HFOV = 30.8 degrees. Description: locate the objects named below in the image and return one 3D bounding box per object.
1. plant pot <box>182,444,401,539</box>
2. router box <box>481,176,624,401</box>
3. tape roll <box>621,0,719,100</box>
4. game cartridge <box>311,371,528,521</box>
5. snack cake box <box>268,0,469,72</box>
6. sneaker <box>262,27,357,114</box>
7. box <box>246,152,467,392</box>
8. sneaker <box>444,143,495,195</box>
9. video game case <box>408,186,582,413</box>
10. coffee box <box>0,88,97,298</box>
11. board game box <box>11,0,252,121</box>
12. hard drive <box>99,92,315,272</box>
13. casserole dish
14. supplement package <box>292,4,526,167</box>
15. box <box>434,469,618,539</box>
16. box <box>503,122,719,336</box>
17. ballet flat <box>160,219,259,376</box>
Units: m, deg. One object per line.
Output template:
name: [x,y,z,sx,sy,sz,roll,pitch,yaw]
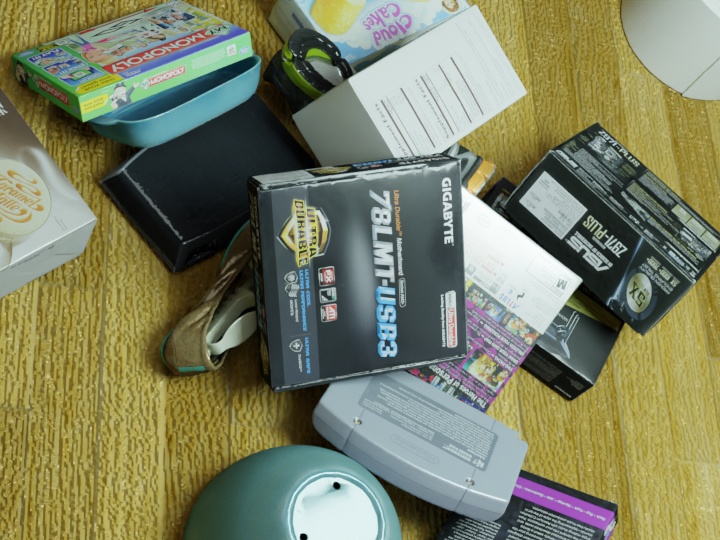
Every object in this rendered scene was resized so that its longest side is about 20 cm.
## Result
plant pot: [-0.044,0.237,1.149,0.200,0.135,0.200,10,62,-18]
router box: [0.189,0.018,1.405,0.200,0.052,0.157,36,56,-3]
tape roll: [0.449,-0.334,1.639,0.202,0.139,0.203,10,61,-19]
game cartridge: [0.057,0.158,1.242,0.200,0.041,0.133,28,27,5]
snack cake box: [0.011,-0.290,1.472,0.200,0.067,0.115,-31,79,-32]
sneaker: [-0.022,-0.171,1.399,0.200,0.081,0.074,47,57,-19]
box: [0.000,0.000,1.219,0.198,0.050,0.200,-7,108,-16]
sneaker: [0.066,-0.071,1.388,0.077,0.078,0.200,40,47,2]
video game case: [0.092,0.022,1.305,0.200,0.036,0.181,36,89,-13]
coffee box: [-0.352,-0.084,1.208,0.114,0.080,0.200,-32,81,-32]
board game box: [-0.228,-0.215,1.312,0.200,0.029,0.134,-28,40,-31]
hard drive: [-0.148,-0.099,1.324,0.200,0.042,0.135,-36,83,-32]
casserole dish: [-0.186,-0.174,1.314,0.121,0.039,0.200,19,42,41]
supplement package: [0.051,-0.169,1.328,0.200,0.114,0.110,-36,97,-37]
box: [0.136,0.278,1.223,0.143,0.036,0.200,18,51,28]
box: [0.273,-0.049,1.386,0.200,0.086,0.164,43,31,9]
ballet flat: [-0.113,0.024,1.256,0.200,0.072,0.068,-54,136,-33]
